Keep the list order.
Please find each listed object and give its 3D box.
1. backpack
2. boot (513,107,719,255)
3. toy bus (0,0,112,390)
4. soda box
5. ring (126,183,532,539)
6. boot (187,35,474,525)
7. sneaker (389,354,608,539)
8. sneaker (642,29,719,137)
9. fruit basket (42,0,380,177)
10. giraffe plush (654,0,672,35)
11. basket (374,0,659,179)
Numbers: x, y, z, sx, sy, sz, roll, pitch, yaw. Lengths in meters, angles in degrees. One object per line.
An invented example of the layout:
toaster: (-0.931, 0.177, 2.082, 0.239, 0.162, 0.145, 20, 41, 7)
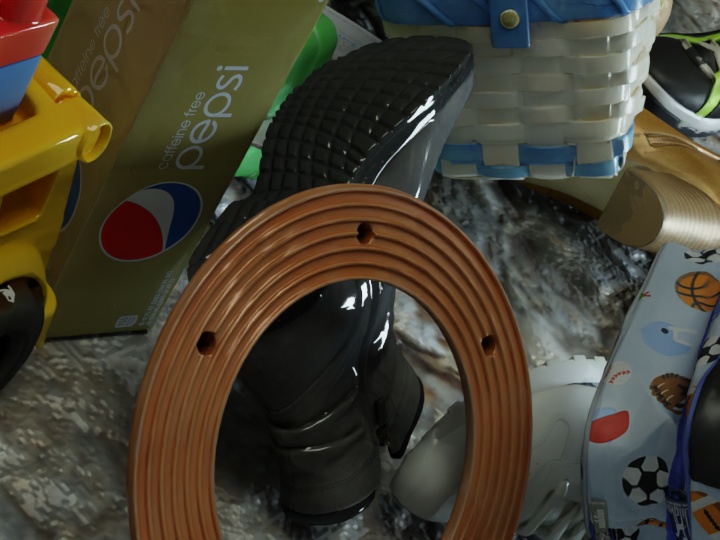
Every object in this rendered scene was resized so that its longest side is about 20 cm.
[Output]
backpack: (0.166, 0.087, 0.745, 0.154, 0.191, 0.200, 5, 35, 28)
boot: (0.138, -0.066, 1.060, 0.144, 0.071, 0.201, 6, 33, -50)
toy bus: (-0.184, -0.031, 0.671, 0.136, 0.192, 0.200, 44, 40, 13)
soda box: (-0.085, -0.065, 0.770, 0.064, 0.200, 0.068, -4, 49, -38)
ring: (-0.008, 0.068, 0.726, 0.200, 0.201, 0.019, -9, 11, -42)
boot: (0.000, 0.000, 0.818, 0.070, 0.132, 0.200, 7, 43, 33)
sneaker: (0.102, 0.088, 0.846, 0.199, 0.076, 0.081, -6, 60, -38)
sneaker: (0.238, -0.135, 1.182, 0.199, 0.083, 0.072, -6, 50, -40)
fruit basket: (-0.072, -0.114, 0.936, 0.185, 0.094, 0.200, 31, 20, 6)
giraffe plush: (0.133, -0.194, 1.126, 0.199, 0.173, 0.163, 15, 47, -9)
basket: (0.076, -0.151, 0.900, 0.138, 0.201, 0.176, 3, 23, 11)
